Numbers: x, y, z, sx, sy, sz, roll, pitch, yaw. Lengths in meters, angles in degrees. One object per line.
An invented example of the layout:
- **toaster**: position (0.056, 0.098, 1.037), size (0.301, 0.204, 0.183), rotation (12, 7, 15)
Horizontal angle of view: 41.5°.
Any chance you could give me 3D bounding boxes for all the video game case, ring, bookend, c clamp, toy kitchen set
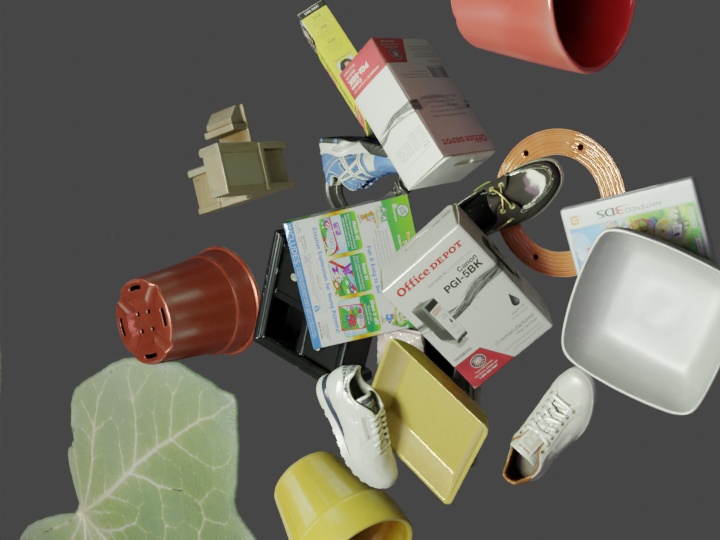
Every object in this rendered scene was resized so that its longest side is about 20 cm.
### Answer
- **video game case**: position (0.367, -0.002, 1.227), size (0.180, 0.022, 0.203), rotation (-13, 97, 36)
- **ring**: position (0.272, -0.092, 1.302), size (0.198, 0.019, 0.204), rotation (9, 105, 36)
- **bookend**: position (-0.061, 0.059, 1.548), size (0.198, 0.092, 0.202), rotation (27, 115, 30)
- **c clamp**: position (0.014, -0.115, 1.499), size (0.200, 0.027, 0.172), rotation (-45, 65, 35)
- **toy kitchen set**: position (-0.249, -0.192, 1.589), size (0.198, 0.179, 0.166), rotation (-14, 90, 35)

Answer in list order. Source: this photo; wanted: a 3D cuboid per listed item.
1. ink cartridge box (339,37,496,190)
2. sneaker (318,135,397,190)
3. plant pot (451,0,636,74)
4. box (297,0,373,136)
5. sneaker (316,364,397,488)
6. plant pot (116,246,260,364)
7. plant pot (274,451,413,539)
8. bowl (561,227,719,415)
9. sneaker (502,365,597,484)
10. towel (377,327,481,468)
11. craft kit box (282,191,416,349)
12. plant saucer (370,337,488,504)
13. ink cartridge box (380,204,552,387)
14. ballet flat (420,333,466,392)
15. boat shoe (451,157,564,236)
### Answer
- **ink cartridge box**: position (0.082, -0.223, 1.343), size (0.083, 0.146, 0.202), rotation (-40, 74, 37)
- **sneaker**: position (0.017, -0.160, 1.435), size (0.198, 0.075, 0.079), rotation (13, 108, 47)
- **plant pot**: position (0.221, -0.352, 1.191), size (0.176, 0.198, 0.204), rotation (12, 107, 44)
- **box**: position (-0.022, -0.308, 1.448), size (0.050, 0.075, 0.202), rotation (-32, 78, -3)
- **sneaker**: position (0.009, 0.240, 1.449), size (0.080, 0.076, 0.202), rotation (-25, 97, 35)
- **plant pot**: position (-0.313, 0.072, 1.684), size (0.198, 0.194, 0.205), rotation (9, 105, 37)
- **plant pot**: position (-0.043, 0.408, 1.556), size (0.189, 0.198, 0.203), rotation (48, 126, 39)
- **bowl**: position (0.365, 0.055, 1.186), size (0.198, 0.074, 0.203), rotation (26, 117, 25)
- **sneaker**: position (0.264, 0.226, 1.332), size (0.073, 0.084, 0.202), rotation (38, 118, 28)
- **towel**: position (0.103, 0.195, 1.487), size (0.189, 0.032, 0.204), rotation (9, 104, 37)
- **craft kit box**: position (0.000, 0.000, 1.445), size (0.194, 0.049, 0.204), rotation (-11, 99, 8)
- **plant saucer**: position (0.102, 0.217, 1.416), size (0.200, 0.048, 0.202), rotation (42, 139, 23)
- **ink cartridge box**: position (0.142, 0.036, 1.301), size (0.146, 0.083, 0.200), rotation (-41, 106, 17)
- **ballet flat**: position (0.112, 0.109, 1.404), size (0.066, 0.057, 0.204), rotation (-7, 102, 32)
- **boat shoe**: position (0.191, -0.090, 1.315), size (0.200, 0.060, 0.073), rotation (-33, 79, 38)
